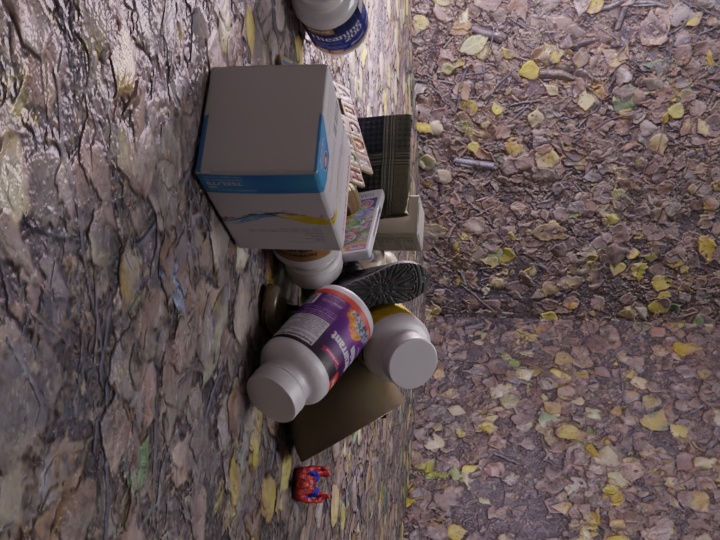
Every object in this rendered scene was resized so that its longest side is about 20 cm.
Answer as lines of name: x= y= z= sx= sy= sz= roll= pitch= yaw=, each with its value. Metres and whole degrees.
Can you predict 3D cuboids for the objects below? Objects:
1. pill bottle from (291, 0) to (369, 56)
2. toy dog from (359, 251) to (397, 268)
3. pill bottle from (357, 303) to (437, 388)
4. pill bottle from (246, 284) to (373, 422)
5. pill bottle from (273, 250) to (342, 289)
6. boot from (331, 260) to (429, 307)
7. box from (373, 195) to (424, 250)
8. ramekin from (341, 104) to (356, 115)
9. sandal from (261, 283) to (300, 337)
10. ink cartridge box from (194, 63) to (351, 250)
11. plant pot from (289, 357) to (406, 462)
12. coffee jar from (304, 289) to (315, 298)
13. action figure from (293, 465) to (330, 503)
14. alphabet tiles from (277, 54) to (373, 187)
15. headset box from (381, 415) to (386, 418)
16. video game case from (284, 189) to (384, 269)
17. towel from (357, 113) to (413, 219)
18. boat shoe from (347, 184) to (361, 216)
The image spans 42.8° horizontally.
pill bottle: x=-0.052 y=-0.436 z=1.503 sx=0.200 sy=0.110 sz=0.112 roll=35 pitch=57 yaw=-79
toy dog: x=0.016 y=-0.021 z=1.941 sx=0.200 sy=0.138 sz=0.196 roll=50 pitch=29 yaw=-77
pill bottle: x=0.043 y=0.107 z=1.439 sx=0.200 sy=0.110 sz=0.113 roll=-141 pitch=-134 yaw=-63
pill bottle: x=-0.074 y=0.120 z=1.311 sx=0.200 sy=0.110 sz=0.112 roll=-48 pitch=144 yaw=-42
pill bottle: x=-0.082 y=-0.069 z=1.349 sx=0.201 sy=0.113 sz=0.115 roll=81 pitch=14 yaw=-50
boot: x=-0.001 y=0.000 z=1.490 sx=0.200 sy=0.163 sz=0.066 roll=-144 pitch=-134 yaw=-64
box: x=0.016 y=-0.087 z=1.698 sx=0.095 sy=0.198 sz=0.079 roll=66 pitch=27 yaw=-70
ramekin: x=-0.058 y=-0.201 z=1.547 sx=0.202 sy=0.093 sz=0.205 roll=1 pitch=90 yaw=-81
sandal: x=-0.106 y=0.080 z=1.404 sx=0.200 sy=0.053 sz=0.081 roll=73 pitch=20 yaw=-64
ink cartridge box: x=-0.098 y=-0.132 z=1.128 sx=0.200 sy=0.144 sz=0.148 roll=72 pitch=20 yaw=-64
plant pot: x=-0.042 y=0.206 z=1.509 sx=0.135 sy=0.199 sz=0.200 roll=60 pitch=6 yaw=7
coffee jar: x=-0.046 y=0.029 z=1.687 sx=0.200 sy=0.084 sz=0.106 roll=51 pitch=43 yaw=-78
action figure: x=-0.084 y=0.378 z=1.624 sx=0.200 sy=0.051 sz=0.066 roll=49 pitch=46 yaw=-74
alphabet tiles: x=-0.049 y=-0.224 z=1.412 sx=0.166 sy=0.008 sz=0.202 roll=16 pitch=51 yaw=-50
headset box: x=-0.027 y=0.158 z=1.623 sx=0.075 sy=0.147 sz=0.202 roll=-79 pitch=168 yaw=-62
video game case: x=-0.040 y=-0.070 z=1.528 sx=0.201 sy=0.142 sz=0.018 roll=-76 pitch=153 yaw=-55
towel: x=0.003 y=-0.180 z=1.646 sx=0.035 sy=0.190 sz=0.202 roll=41 pitch=51 yaw=-64
boat shoe: x=-0.073 y=-0.138 z=1.414 sx=0.200 sy=0.071 sz=0.065 roll=43 pitch=62 yaw=-38
